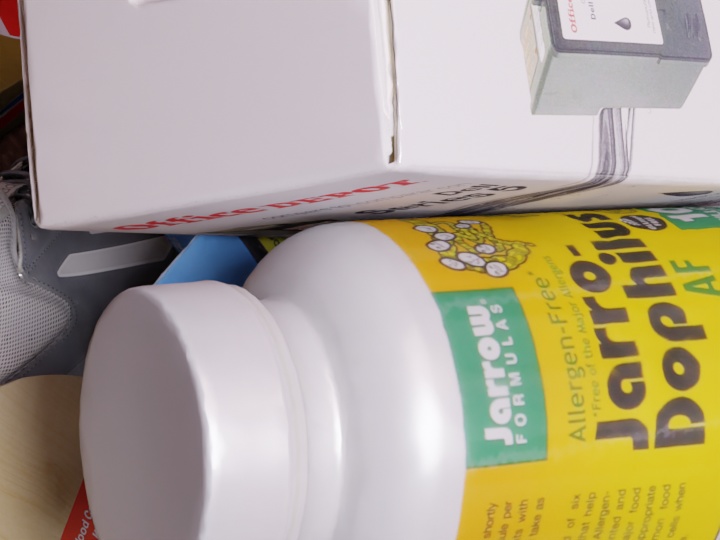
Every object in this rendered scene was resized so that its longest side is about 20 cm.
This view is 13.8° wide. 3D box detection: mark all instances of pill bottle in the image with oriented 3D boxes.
[{"bbox_3d":[0.030,0.040,0.818,0.200,0.113,0.113,-3,61,-28],"label":"pill bottle"}]

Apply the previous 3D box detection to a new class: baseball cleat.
[{"bbox_3d":[-0.097,-0.016,0.942,0.106,0.070,0.200,55,38,-42],"label":"baseball cleat"}]

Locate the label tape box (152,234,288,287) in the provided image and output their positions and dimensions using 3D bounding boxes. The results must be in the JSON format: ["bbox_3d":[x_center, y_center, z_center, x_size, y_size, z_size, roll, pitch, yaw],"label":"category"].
[{"bbox_3d":[0.000,0.000,0.963,0.143,0.066,0.200,55,50,-24],"label":"label tape box"}]

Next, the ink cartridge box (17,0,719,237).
[{"bbox_3d":[0.023,-0.056,0.846,0.200,0.145,0.084,0,84,-45],"label":"ink cartridge box"}]

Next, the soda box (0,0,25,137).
[{"bbox_3d":[-0.147,-0.062,0.916,0.068,0.064,0.200,48,32,-1],"label":"soda box"}]

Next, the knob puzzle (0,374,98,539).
[{"bbox_3d":[-0.084,0.119,0.879,0.220,0.030,0.220,21,59,-40],"label":"knob puzzle"}]
